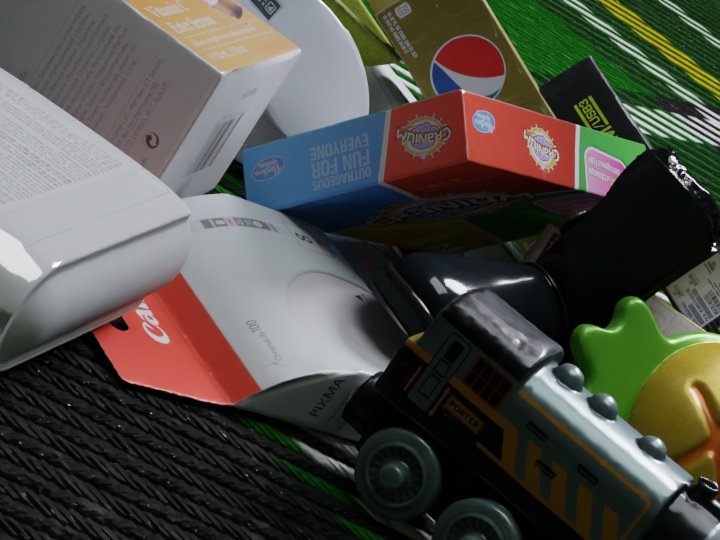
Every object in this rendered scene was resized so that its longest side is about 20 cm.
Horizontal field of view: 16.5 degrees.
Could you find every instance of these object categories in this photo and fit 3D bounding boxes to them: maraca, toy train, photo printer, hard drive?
[{"bbox_3d":[0.177,0.096,1.361,0.199,0.138,0.107,31,-20,-34],"label":"maraca"},{"bbox_3d":[0.084,0.101,1.200,0.200,0.114,0.085,40,19,15],"label":"toy train"},{"bbox_3d":[-0.183,-0.030,1.135,0.166,0.070,0.200,34,19,9],"label":"photo printer"},{"bbox_3d":[0.053,-0.064,1.659,0.132,0.027,0.200,49,8,-31],"label":"hard drive"}]

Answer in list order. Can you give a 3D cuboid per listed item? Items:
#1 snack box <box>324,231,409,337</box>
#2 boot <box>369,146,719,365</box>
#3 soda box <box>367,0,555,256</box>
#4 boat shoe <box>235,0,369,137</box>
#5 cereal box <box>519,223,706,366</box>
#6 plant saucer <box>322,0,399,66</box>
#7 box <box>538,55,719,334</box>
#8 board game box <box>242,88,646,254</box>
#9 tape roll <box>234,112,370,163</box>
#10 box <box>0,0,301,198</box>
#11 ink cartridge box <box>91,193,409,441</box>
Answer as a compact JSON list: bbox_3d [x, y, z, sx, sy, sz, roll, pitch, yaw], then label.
[{"bbox_3d":[0.000,0.000,1.466,0.072,0.024,0.200,25,20,-28],"label":"snack box"},{"bbox_3d":[0.107,-0.008,1.345,0.077,0.168,0.200,53,9,25],"label":"boot"},{"bbox_3d":[0.085,-0.110,1.640,0.201,0.067,0.064,57,4,-18],"label":"soda box"},{"bbox_3d":[-0.068,-0.153,1.516,0.200,0.072,0.068,50,-14,-26],"label":"boat shoe"},{"bbox_3d":[0.175,0.057,1.505,0.199,0.040,0.144,35,-13,5],"label":"cereal box"},{"bbox_3d":[-0.078,-0.227,1.652,0.200,0.048,0.200,41,13,-41],"label":"plant saucer"},{"bbox_3d":[0.201,-0.011,1.569,0.200,0.047,0.194,51,6,-46],"label":"box"},{"bbox_3d":[0.052,-0.052,1.424,0.199,0.152,0.041,10,71,-53],"label":"board game box"},{"bbox_3d":[-0.075,-0.121,1.630,0.202,0.037,0.203,31,18,-12],"label":"tape roll"},{"bbox_3d":[-0.158,-0.132,1.394,0.199,0.107,0.152,36,18,6],"label":"box"},{"bbox_3d":[-0.065,0.014,1.279,0.199,0.057,0.163,24,20,-44],"label":"ink cartridge box"}]
